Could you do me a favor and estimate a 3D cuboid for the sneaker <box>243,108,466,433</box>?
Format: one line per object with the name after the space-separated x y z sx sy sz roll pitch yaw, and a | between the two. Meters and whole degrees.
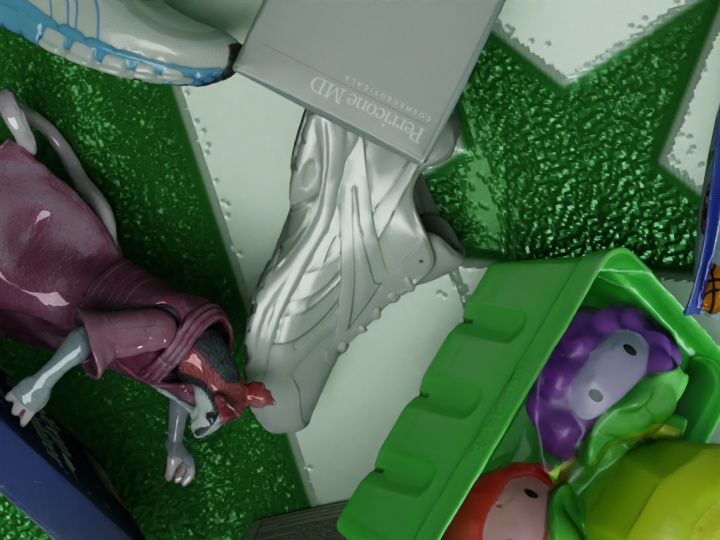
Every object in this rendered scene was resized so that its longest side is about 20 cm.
0.000 0.000 1.363 0.099 0.078 0.201 16 112 1 | sneaker

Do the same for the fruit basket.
0.120 0.108 1.286 0.215 0.216 0.155 -30 133 18 | fruit basket

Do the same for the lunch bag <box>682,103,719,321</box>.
0.251 -0.063 1.274 0.169 0.124 0.201 12 94 7 | lunch bag

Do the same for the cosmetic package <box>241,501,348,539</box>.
-0.020 0.197 1.366 0.103 0.200 0.088 -11 106 15 | cosmetic package

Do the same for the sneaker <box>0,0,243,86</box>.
-0.144 -0.152 1.328 0.199 0.075 0.087 22 99 16 | sneaker

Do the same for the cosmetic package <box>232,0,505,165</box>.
0.027 -0.159 1.269 0.106 0.090 0.201 24 90 0 | cosmetic package

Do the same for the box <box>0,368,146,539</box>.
-0.168 0.098 1.379 0.032 0.121 0.200 -41 122 0 | box

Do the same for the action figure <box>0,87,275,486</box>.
-0.120 0.019 1.366 0.199 0.134 0.149 25 87 24 | action figure
